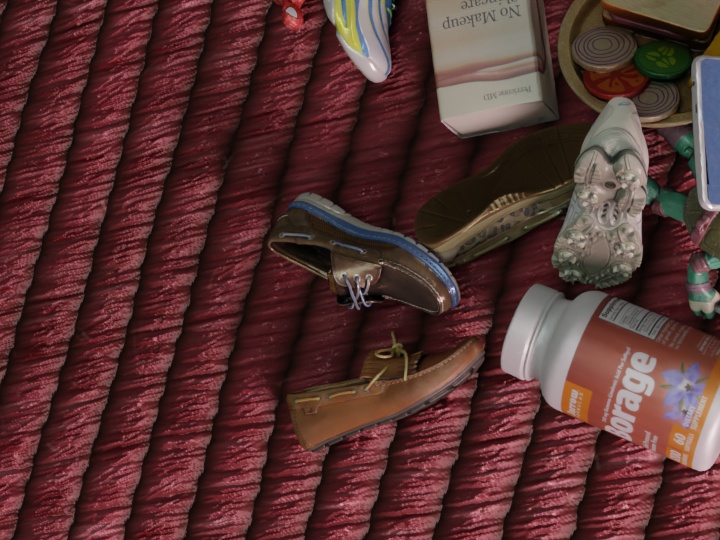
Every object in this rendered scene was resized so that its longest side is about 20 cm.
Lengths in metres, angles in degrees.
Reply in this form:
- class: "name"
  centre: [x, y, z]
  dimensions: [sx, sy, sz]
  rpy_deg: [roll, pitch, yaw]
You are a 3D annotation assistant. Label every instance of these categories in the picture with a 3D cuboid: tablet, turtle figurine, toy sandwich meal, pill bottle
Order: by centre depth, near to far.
- class: "tablet"
  centre: [0.368, -0.111, 1.201]
  dimensions: [0.198, 0.014, 0.131]
  rpy_deg: [2, 81, -19]
- class: "turtle figurine"
  centre: [0.318, -0.045, 1.232]
  dimensions: [0.150, 0.101, 0.200]
  rpy_deg: [-43, 63, 1]
- class: "pill bottle"
  centre: [0.228, 0.086, 1.240]
  dimensions: [0.199, 0.112, 0.113]
  rpy_deg: [22, 92, 21]
- class: "toy sandwich meal"
  centre: [0.267, -0.219, 1.252]
  dimensions: [0.203, 0.070, 0.207]
  rpy_deg: [-6, 60, 11]

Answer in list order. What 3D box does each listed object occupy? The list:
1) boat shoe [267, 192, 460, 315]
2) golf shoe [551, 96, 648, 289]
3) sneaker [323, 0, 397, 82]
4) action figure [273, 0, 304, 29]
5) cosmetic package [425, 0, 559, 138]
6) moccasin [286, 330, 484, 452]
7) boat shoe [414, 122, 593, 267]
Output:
- class: "boat shoe"
  centre: [0.000, 0.000, 1.342]
  dimensions: [0.199, 0.073, 0.072]
  rpy_deg: [26, 58, 29]
- class: "golf shoe"
  centre: [0.217, -0.064, 1.242]
  dimensions: [0.078, 0.201, 0.098]
  rpy_deg: [13, 56, 5]
- class: "sneaker"
  centre: [0.015, -0.286, 1.374]
  dimensions: [0.104, 0.076, 0.201]
  rpy_deg: [-23, 77, 15]
- class: "action figure"
  centre: [-0.084, -0.336, 1.425]
  dimensions: [0.065, 0.052, 0.202]
  rpy_deg: [-19, 80, 38]
- class: "cosmetic package"
  centre: [0.117, -0.235, 1.325]
  dimensions: [0.103, 0.087, 0.202]
  rpy_deg: [-11, 81, 17]
- class: "moccasin"
  centre: [0.022, 0.102, 1.337]
  dimensions: [0.200, 0.074, 0.078]
  rpy_deg: [-24, 86, 26]
- class: "boat shoe"
  centre: [0.146, -0.069, 1.319]
  dimensions: [0.199, 0.063, 0.074]
  rpy_deg: [-25, 51, 13]
